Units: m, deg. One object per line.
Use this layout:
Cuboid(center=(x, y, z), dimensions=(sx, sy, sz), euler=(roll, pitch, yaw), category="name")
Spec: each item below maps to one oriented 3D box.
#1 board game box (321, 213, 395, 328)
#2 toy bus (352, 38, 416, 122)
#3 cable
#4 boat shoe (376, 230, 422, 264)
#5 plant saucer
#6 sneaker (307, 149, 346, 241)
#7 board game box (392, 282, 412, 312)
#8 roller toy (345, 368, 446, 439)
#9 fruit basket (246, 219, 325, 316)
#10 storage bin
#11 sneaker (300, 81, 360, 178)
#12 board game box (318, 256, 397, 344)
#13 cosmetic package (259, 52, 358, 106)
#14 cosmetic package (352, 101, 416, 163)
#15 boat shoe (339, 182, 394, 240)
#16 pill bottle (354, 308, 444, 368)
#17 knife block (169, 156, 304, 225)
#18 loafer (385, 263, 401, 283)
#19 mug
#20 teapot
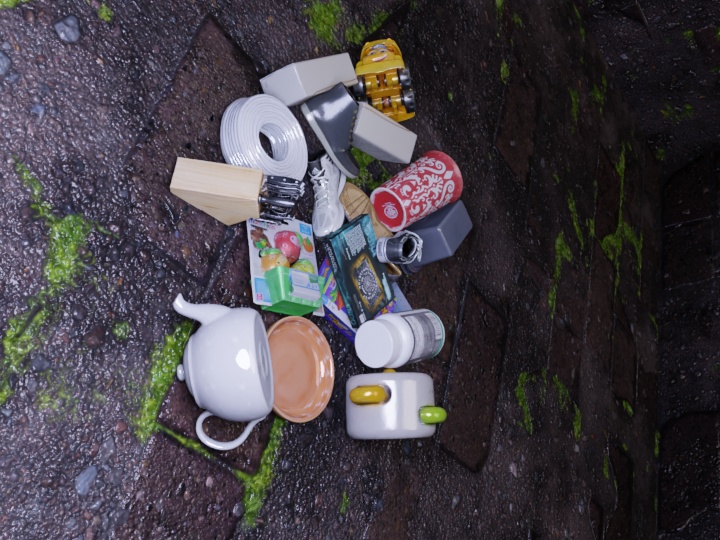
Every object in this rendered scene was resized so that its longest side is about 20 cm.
Cuboid(center=(0.000, 0.000, 1.496), dimensions=(0.135, 0.028, 0.201), euler=(-37, 116, -43), category="board game box")
Cuboid(center=(0.053, -0.470, 1.692), dimensions=(0.200, 0.135, 0.193), euler=(65, 21, -67), category="toy bus")
Cuboid(center=(-0.186, -0.243, 1.408), dimensions=(0.200, 0.069, 0.201), euler=(-47, 116, -47), category="cable")
Cuboid(center=(0.100, -0.051, 1.562), dimensions=(0.199, 0.068, 0.074), euler=(1, 89, -68), category="boat shoe")
Cuboid(center=(-0.128, 0.189, 1.381), dimensions=(0.200, 0.037, 0.202), euler=(18, 67, -48), category="plant saucer")
Cuboid(center=(-0.087, -0.165, 1.495), dimensions=(0.115, 0.075, 0.202), euler=(50, 35, -46), category="sneaker")
Cuboid(center=(0.069, 0.079, 1.677), dimensions=(0.201, 0.019, 0.103), euler=(58, 41, -23), category="board game box")
Cuboid(center=(0.058, 0.271, 1.475), dimensions=(0.198, 0.182, 0.141), euler=(2, 77, -17), category="roller toy")
Cuboid(center=(-0.139, -0.019, 1.385), dimensions=(0.185, 0.093, 0.202), euler=(17, 63, -48), category="fruit basket")
Cuboid(center=(0.179, -0.102, 1.779), dimensions=(0.200, 0.134, 0.146), euler=(-49, 117, -48), category="storage bin")
Cuboid(center=(-0.029, -0.287, 1.506), dimensions=(0.200, 0.106, 0.075), euler=(53, 12, -35), category="sneaker")
Cuboid(center=(-0.016, 0.062, 1.537), dimensions=(0.200, 0.045, 0.135), euler=(44, 57, -35), category="board game box")
Cuboid(center=(-0.105, -0.401, 1.533), dimensions=(0.200, 0.103, 0.074), euler=(-34, 107, -50), category="cosmetic package")
Cuboid(center=(0.026, -0.314, 1.649), dimensions=(0.199, 0.103, 0.074), euler=(18, 88, -49), category="cosmetic package")
Cuboid(center=(0.004, -0.105, 1.614), dimensions=(0.071, 0.069, 0.200), euler=(-43, 107, -25), category="boat shoe")
Cuboid(center=(0.083, 0.143, 1.519), dimensions=(0.199, 0.113, 0.114), euler=(-3, 82, -53), category="pill bottle")
Cuboid(center=(-0.205, -0.144, 1.268), dimensions=(0.200, 0.175, 0.064), euler=(32, 54, -42), category="knife block")
Cuboid(center=(0.007, -0.038, 1.578), dimensions=(0.200, 0.072, 0.073), euler=(37, 50, -25), category="loafer")
Cuboid(center=(0.117, -0.166, 1.675), dimensions=(0.134, 0.178, 0.200), euler=(48, 51, 10), category="mug")
Cuboid(center=(-0.226, 0.162, 1.184), dimensions=(0.198, 0.145, 0.201), euler=(80, 0, -55), category="teapot")
